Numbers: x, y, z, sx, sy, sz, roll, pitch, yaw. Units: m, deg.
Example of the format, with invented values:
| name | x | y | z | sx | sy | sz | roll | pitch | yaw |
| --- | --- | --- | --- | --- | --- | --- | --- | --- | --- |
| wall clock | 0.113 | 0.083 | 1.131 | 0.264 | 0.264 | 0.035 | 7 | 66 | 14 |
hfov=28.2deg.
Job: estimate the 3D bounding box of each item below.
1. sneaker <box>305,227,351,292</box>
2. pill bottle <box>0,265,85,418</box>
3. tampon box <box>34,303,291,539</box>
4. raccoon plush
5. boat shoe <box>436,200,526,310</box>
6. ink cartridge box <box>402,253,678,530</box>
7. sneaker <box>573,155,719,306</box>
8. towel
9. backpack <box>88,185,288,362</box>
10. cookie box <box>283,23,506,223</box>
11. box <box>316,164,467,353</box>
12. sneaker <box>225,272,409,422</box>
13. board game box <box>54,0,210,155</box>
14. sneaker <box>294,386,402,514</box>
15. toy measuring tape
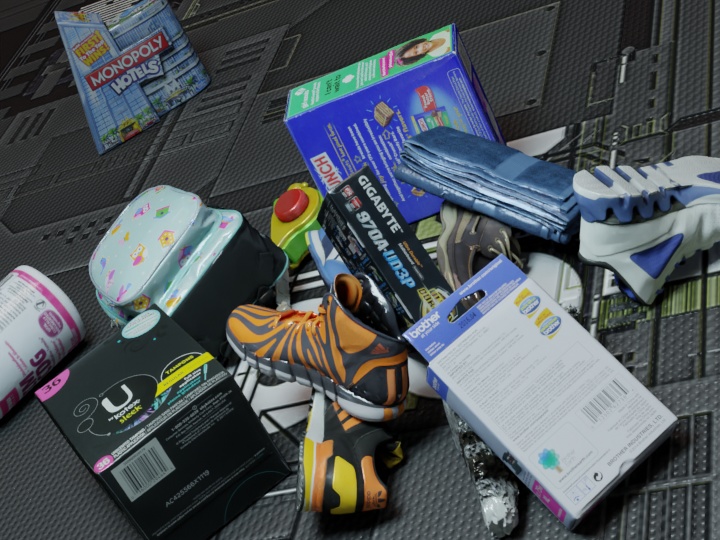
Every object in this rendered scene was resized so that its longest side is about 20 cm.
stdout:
| name | x | y | z | sx | sy | sz | roll | pitch | yaw |
| --- | --- | --- | --- | --- | --- | --- | --- | --- | --- |
| sneaker | 0.000 | 0.000 | 1.462 | 0.082 | 0.074 | 0.201 | -24 | 33 | 0 |
| pill bottle | -0.417 | 0.100 | 1.618 | 0.113 | 0.114 | 0.200 | 12 | 50 | 47 |
| tampon box | -0.189 | 0.149 | 1.345 | 0.149 | 0.127 | 0.200 | -37 | 31 | -14 |
| raccoon plush | 0.143 | 0.121 | 1.194 | 0.132 | 0.097 | 0.202 | -14 | 62 | -2 |
| boat shoe | 0.118 | -0.019 | 1.390 | 0.073 | 0.075 | 0.201 | -20 | 33 | 15 |
| ink cartridge box | 0.139 | 0.092 | 1.139 | 0.119 | 0.042 | 0.200 | -38 | 71 | -18 |
| sneaker | 0.274 | -0.033 | 1.282 | 0.197 | 0.116 | 0.081 | -3 | 29 | -15 |
| towel | 0.140 | -0.091 | 1.414 | 0.198 | 0.049 | 0.111 | 23 | 29 | 26 |
| backpack | -0.201 | 0.002 | 1.543 | 0.177 | 0.153 | 0.199 | -56 | 27 | -10 |
| cookie box | 0.042 | -0.144 | 1.540 | 0.198 | 0.172 | 0.076 | -20 | 29 | 14 |
| box | 0.024 | -0.004 | 1.285 | 0.046 | 0.160 | 0.200 | -33 | -2 | -7 |
| sneaker | -0.035 | 0.045 | 1.265 | 0.198 | 0.113 | 0.077 | 21 | 34 | 29 |
| board game box | -0.343 | -0.305 | 2.061 | 0.199 | 0.201 | 0.062 | -31 | 30 | -2 |
| sneaker | -0.005 | 0.150 | 1.271 | 0.089 | 0.071 | 0.201 | 8 | 28 | 2 |
| toy measuring tape | -0.061 | -0.031 | 1.567 | 0.073 | 0.074 | 0.201 | -20 | 41 | 14 |
